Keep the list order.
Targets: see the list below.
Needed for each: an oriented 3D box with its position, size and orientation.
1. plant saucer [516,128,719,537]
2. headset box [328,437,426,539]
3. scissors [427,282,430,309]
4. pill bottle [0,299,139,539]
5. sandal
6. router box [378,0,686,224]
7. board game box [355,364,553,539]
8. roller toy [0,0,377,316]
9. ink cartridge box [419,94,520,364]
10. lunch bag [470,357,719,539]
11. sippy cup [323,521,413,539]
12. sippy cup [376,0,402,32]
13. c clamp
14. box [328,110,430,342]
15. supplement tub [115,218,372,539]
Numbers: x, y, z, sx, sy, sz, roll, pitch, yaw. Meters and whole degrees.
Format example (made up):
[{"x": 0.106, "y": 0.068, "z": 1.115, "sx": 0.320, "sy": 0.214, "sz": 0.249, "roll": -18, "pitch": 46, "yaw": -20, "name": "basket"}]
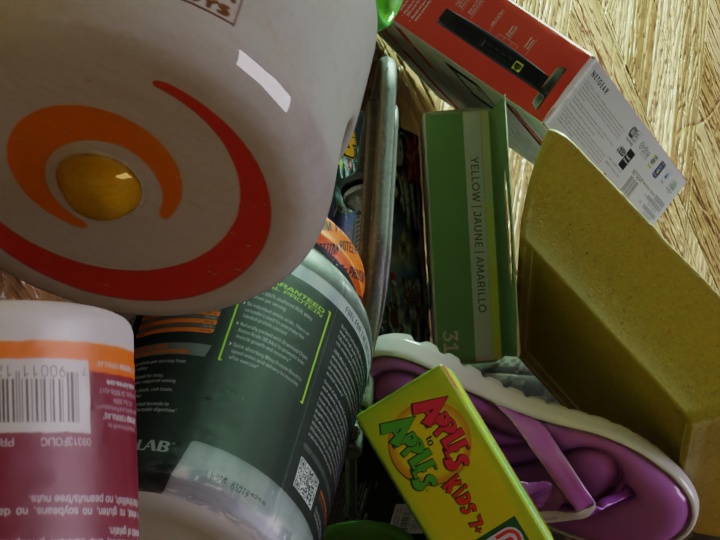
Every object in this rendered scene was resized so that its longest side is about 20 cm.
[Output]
[{"x": 0.146, "y": 0.049, "z": 1.450, "sx": 0.200, "sy": 0.048, "sz": 0.200, "roll": 48, "pitch": -18, "yaw": 23, "name": "plant saucer"}, {"x": 0.040, "y": 0.209, "z": 1.498, "sx": 0.149, "sy": 0.077, "sz": 0.201, "roll": -72, "pitch": 150, "yaw": -46, "name": "headset box"}, {"x": 0.047, "y": 0.006, "z": 1.660, "sx": 0.200, "sy": 0.014, "sz": 0.074, "roll": 8, "pitch": 80, "yaw": -67, "name": "scissors"}, {"x": -0.139, "y": 0.118, "z": 1.011, "sx": 0.114, "sy": 0.113, "sz": 0.202, "roll": 19, "pitch": 67, "yaw": -67, "name": "pill bottle"}, {"x": 0.080, "y": 0.104, "z": 1.421, "sx": 0.050, "sy": 0.202, "sz": 0.083, "roll": -59, "pitch": 172, "yaw": -48, "name": "sandal"}, {"x": 0.087, "y": -0.114, "z": 1.580, "sx": 0.049, "sy": 0.179, "sz": 0.200, "roll": -52, "pitch": 152, "yaw": -1, "name": "router box"}, {"x": 0.048, "y": 0.101, "z": 1.284, "sx": 0.102, "sy": 0.047, "sz": 0.200, "roll": 58, "pitch": 1, "yaw": 4, "name": "board game box"}, {"x": -0.092, "y": -0.078, "z": 1.085, "sx": 0.201, "sy": 0.181, "sz": 0.140, "roll": 64, "pitch": 30, "yaw": -42, "name": "roller toy"}, {"x": 0.061, "y": -0.020, "z": 1.522, "sx": 0.200, "sy": 0.048, "sz": 0.147, "roll": 43, "pitch": 44, "yaw": -88, "name": "ink cartridge box"}, {"x": 0.156, "y": 0.090, "z": 1.645, "sx": 0.140, "sy": 0.199, "sz": 0.169, "roll": 64, "pitch": 35, "yaw": -48, "name": "lunch bag"}, {"x": -0.003, "y": 0.218, "z": 1.292, "sx": 0.140, "sy": 0.129, "sz": 0.179, "roll": -19, "pitch": 103, "yaw": -68, "name": "sippy cup"}, {"x": -0.034, "y": -0.213, "z": 1.363, "sx": 0.131, "sy": 0.139, "sz": 0.179, "roll": -81, "pitch": -178, "yaw": -57, "name": "sippy cup"}, {"x": 0.000, "y": 0.000, "z": 1.364, "sx": 0.171, "sy": 0.027, "sz": 0.201, "roll": 97, "pitch": -2, "yaw": -61, "name": "c clamp"}, {"x": -0.015, "y": -0.020, "z": 1.466, "sx": 0.200, "sy": 0.040, "sz": 0.138, "roll": 14, "pitch": 71, "yaw": -68, "name": "box"}, {"x": -0.064, "y": 0.066, "z": 1.206, "sx": 0.201, "sy": 0.122, "sz": 0.123, "roll": -72, "pitch": 149, "yaw": -45, "name": "supplement tub"}]
